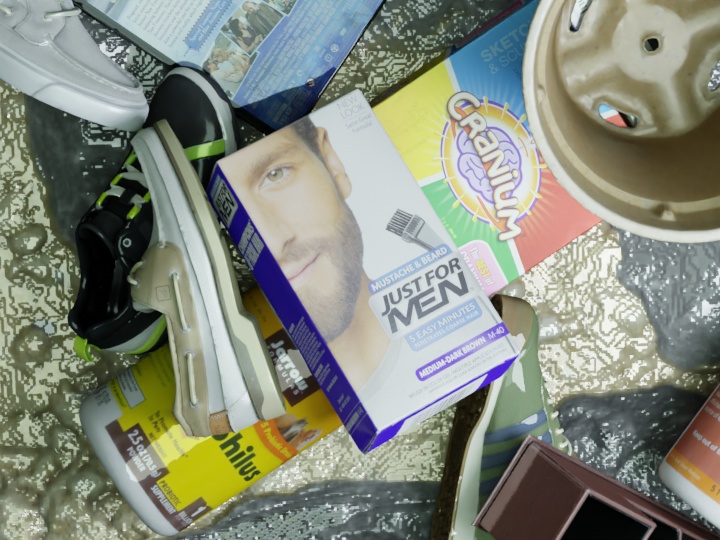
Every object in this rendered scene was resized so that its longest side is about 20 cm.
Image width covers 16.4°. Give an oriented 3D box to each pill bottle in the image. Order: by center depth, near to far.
[{"bbox_3d":[-0.076,0.079,1.630,0.200,0.109,0.109,-34,101,0],"label":"pill bottle"},{"bbox_3d":[0.300,0.090,1.672,0.112,0.112,0.200,35,94,-10],"label":"pill bottle"}]

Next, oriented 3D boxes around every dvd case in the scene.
[{"bbox_3d":[-0.091,-0.194,1.632,0.200,0.018,0.143,34,95,-11],"label":"dvd case"}]

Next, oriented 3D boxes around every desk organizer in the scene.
[{"bbox_3d":[0.179,0.189,1.654,0.200,0.077,0.072,29,96,-35],"label":"desk organizer"}]

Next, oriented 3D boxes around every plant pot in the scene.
[{"bbox_3d":[0.193,-0.132,1.543,0.200,0.183,0.201,0,101,-1],"label":"plant pot"}]

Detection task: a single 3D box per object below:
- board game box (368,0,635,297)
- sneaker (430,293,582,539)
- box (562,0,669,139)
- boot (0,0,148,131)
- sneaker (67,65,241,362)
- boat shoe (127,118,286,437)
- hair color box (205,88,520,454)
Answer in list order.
[{"bbox_3d":[0.076,-0.068,1.659,0.200,0.040,0.153,-34,101,0],"label":"board game box"},{"bbox_3d":[0.110,0.117,1.682,0.090,0.067,0.200,9,102,-13],"label":"sneaker"},{"bbox_3d":[0.175,-0.138,1.659,0.039,0.041,0.200,-33,102,-1],"label":"box"},{"bbox_3d":[-0.208,-0.173,1.579,0.200,0.074,0.096,30,106,0],"label":"boot"},{"bbox_3d":[-0.138,-0.034,1.607,0.072,0.083,0.200,20,100,35],"label":"sneaker"},{"bbox_3d":[-0.111,0.006,1.550,0.068,0.075,0.200,-20,83,1],"label":"boat shoe"},{"bbox_3d":[0.000,0.000,1.565,0.109,0.065,0.200,-29,78,-18],"label":"hair color box"}]
